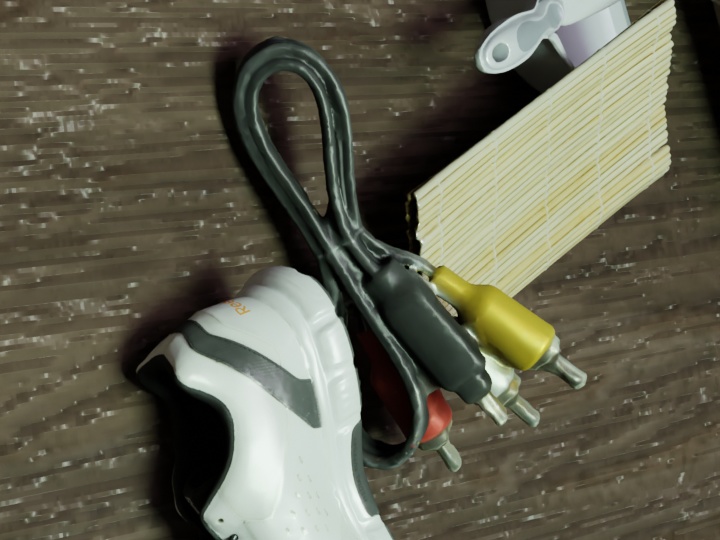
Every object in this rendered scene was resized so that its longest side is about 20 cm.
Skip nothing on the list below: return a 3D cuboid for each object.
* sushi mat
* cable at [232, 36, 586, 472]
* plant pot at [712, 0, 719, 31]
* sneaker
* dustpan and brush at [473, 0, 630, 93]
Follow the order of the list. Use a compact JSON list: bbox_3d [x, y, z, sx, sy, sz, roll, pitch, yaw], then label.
[{"bbox_3d":[0.083,-0.039,1.221,0.200,0.012,0.096,-38,136,-39],"label":"sushi mat"},{"bbox_3d":[0.000,0.000,1.132,0.200,0.097,0.050,53,12,-9],"label":"cable"},{"bbox_3d":[0.260,-0.106,1.392,0.200,0.200,0.175,-30,126,-50],"label":"plant pot"},{"bbox_3d":[-0.032,0.104,1.066,0.080,0.074,0.201,-23,99,-37],"label":"sneaker"},{"bbox_3d":[0.088,-0.121,1.249,0.200,0.057,0.140,-33,111,-49],"label":"dustpan and brush"}]
